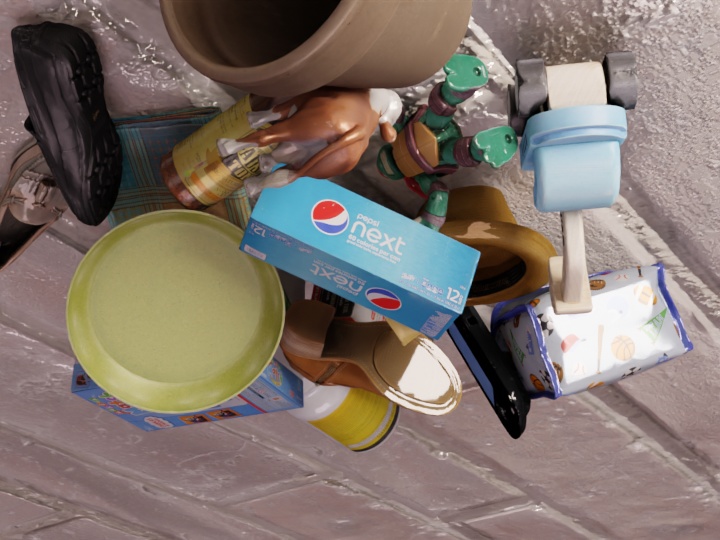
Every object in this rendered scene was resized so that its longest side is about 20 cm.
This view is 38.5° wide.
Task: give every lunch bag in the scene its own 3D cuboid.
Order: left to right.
[{"bbox_3d":[0.242,0.070,1.153,0.168,0.125,0.200,-15,172,-9],"label":"lunch bag"}]

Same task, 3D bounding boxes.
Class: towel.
[{"bbox_3d":[-0.177,-0.058,0.998,0.144,0.022,0.202,-6,123,9],"label":"towel"}]

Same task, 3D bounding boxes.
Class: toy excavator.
[{"bbox_3d":[0.183,-0.068,0.905,0.098,0.203,0.195,-3,172,4],"label":"toy excavator"}]

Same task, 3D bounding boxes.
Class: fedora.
[{"bbox_3d":[0.108,-0.030,1.065,0.198,0.083,0.201,3,156,1],"label":"fedora"}]

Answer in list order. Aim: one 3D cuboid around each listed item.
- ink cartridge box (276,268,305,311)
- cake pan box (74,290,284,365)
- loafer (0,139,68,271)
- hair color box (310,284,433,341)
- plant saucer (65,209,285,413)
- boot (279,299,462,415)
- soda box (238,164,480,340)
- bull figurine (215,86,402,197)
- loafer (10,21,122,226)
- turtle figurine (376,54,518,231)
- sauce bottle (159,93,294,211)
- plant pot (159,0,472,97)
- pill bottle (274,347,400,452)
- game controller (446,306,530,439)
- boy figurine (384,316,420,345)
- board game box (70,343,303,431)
[{"bbox_3d":[-0.171,0.019,1.139,0.197,0.084,0.147,-6,147,7],"label":"ink cartridge box"},{"bbox_3d":[-0.194,0.066,1.071,0.182,0.053,0.200,11,152,-20],"label":"cake pan box"},{"bbox_3d":[-0.330,-0.060,1.030,0.071,0.064,0.199,20,143,-31],"label":"loafer"},{"bbox_3d":[0.018,0.053,1.175,0.061,0.103,0.200,-3,149,27],"label":"hair color box"},{"bbox_3d":[-0.169,0.036,0.950,0.197,0.031,0.203,-4,113,-10],"label":"plant saucer"},{"bbox_3d":[0.007,0.100,1.069,0.198,0.074,0.155,29,160,6],"label":"boot"},{"bbox_3d":[-0.001,-0.017,0.905,0.198,0.068,0.064,25,150,-5],"label":"soda box"},{"bbox_3d":[-0.032,-0.109,0.792,0.120,0.200,0.066,-18,101,11],"label":"bull figurine"},{"bbox_3d":[-0.257,-0.127,0.906,0.069,0.068,0.202,14,136,15],"label":"loafer"},{"bbox_3d":[0.050,-0.109,0.926,0.150,0.101,0.199,50,145,-9],"label":"turtle figurine"},{"bbox_3d":[-0.083,-0.126,0.899,0.199,0.067,0.066,-32,139,19],"label":"sauce bottle"},{"bbox_3d":[-0.011,-0.205,0.710,0.199,0.203,0.174,-24,159,34],"label":"plant pot"},{"bbox_3d":[-0.038,0.152,1.328,0.111,0.113,0.200,-17,145,25],"label":"pill bottle"},{"bbox_3d":[0.132,0.096,1.172,0.042,0.201,0.105,-22,149,-13],"label":"game controller"},{"bbox_3d":[0.000,0.000,1.001,0.065,0.199,0.124,-48,153,-6],"label":"boy figurine"},{"bbox_3d":[-0.179,0.123,1.091,0.197,0.037,0.151,-12,152,17],"label":"board game box"}]
